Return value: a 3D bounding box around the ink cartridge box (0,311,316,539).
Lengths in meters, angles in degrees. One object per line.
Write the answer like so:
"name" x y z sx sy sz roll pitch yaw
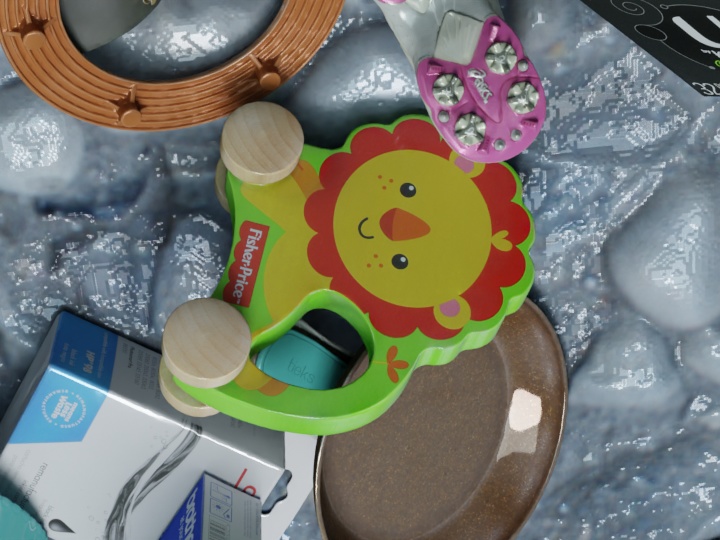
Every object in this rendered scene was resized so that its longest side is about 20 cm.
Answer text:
"ink cartridge box" -0.123 0.124 1.188 0.199 0.067 0.116 25 114 -15

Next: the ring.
"ring" -0.098 -0.149 1.032 0.199 0.019 0.201 -13 137 -12

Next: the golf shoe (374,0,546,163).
"golf shoe" 0.038 -0.154 1.050 0.075 0.092 0.202 -19 93 1

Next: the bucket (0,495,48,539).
"bucket" -0.287 0.203 1.144 0.205 0.136 0.208 12 152 6

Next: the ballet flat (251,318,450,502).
"ballet flat" -0.017 0.077 1.165 0.069 0.070 0.200 -36 133 16

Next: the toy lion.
"toy lion" 0.000 0.000 1.071 0.190 0.202 0.069 15 155 -2

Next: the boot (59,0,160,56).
"boot" -0.118 -0.204 1.025 0.199 0.078 0.139 -22 123 20

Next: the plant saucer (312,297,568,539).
"plant saucer" 0.042 0.099 1.155 0.199 0.037 0.202 -16 116 -36

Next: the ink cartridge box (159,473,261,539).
"ink cartridge box" -0.096 0.213 1.085 0.044 0.200 0.094 27 114 -17

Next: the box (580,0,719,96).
"box" 0.218 -0.167 0.913 0.148 0.199 0.125 29 76 -38
